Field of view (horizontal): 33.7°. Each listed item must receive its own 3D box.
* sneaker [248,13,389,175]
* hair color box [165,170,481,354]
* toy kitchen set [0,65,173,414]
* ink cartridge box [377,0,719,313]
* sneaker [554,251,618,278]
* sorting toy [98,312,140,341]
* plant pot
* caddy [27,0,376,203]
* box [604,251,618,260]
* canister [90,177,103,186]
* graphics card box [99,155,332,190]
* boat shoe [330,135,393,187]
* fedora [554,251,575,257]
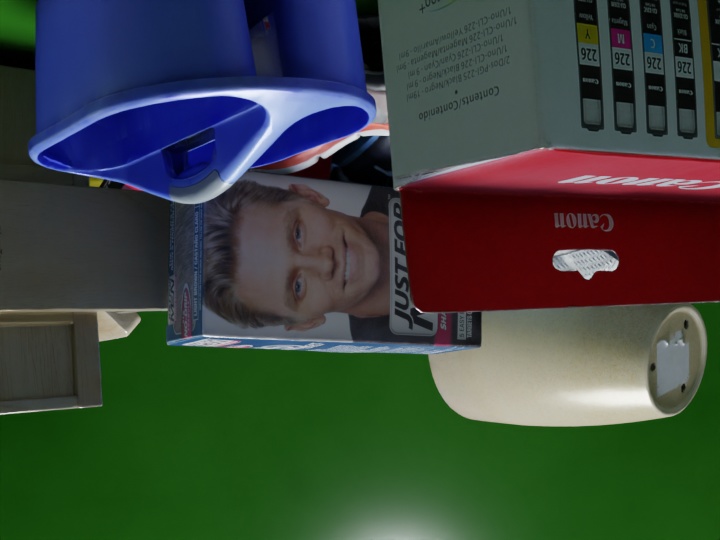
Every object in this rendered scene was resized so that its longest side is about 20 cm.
[{"bbox_3d":[-0.025,-0.114,0.678,0.198,0.078,0.082,-9,147,35],"label":"sneaker"},{"bbox_3d":[-0.019,-0.001,0.743,0.197,0.102,0.060,4,171,-30],"label":"hair color box"},{"bbox_3d":[-0.212,-0.014,0.746,0.179,0.203,0.162,-9,173,43],"label":"toy kitchen set"},{"bbox_3d":[0.108,-0.077,0.457,0.198,0.179,0.083,-2,175,-36],"label":"ink cartridge box"},{"bbox_3d":[0.122,-0.029,0.933,0.197,0.077,0.105,0,-164,31],"label":"sneaker"},{"bbox_3d":[-0.305,0.006,0.972,0.199,0.199,0.070,-12,-144,56],"label":"sorting toy"},{"bbox_3d":[0.192,0.061,1.037,0.186,0.191,0.198,0,-172,-43],"label":"plant pot"},{"bbox_3d":[-0.080,-0.086,0.577,0.140,0.107,0.199,-2,175,-35],"label":"caddy"},{"bbox_3d":[0.249,-0.071,0.813,0.051,0.159,0.199,35,-162,31],"label":"box"},{"bbox_3d":[-0.274,-0.040,1.093,0.146,0.088,0.199,-2,173,-27],"label":"canister"},{"bbox_3d":[-0.116,-0.047,0.841,0.124,0.052,0.200,18,150,-23],"label":"graphics card box"},{"bbox_3d":[0.019,-0.084,0.815,0.068,0.085,0.200,24,168,-9],"label":"boat shoe"},{"bbox_3d":[0.129,-0.068,0.669,0.199,0.092,0.201,-30,-175,3],"label":"fedora"}]
